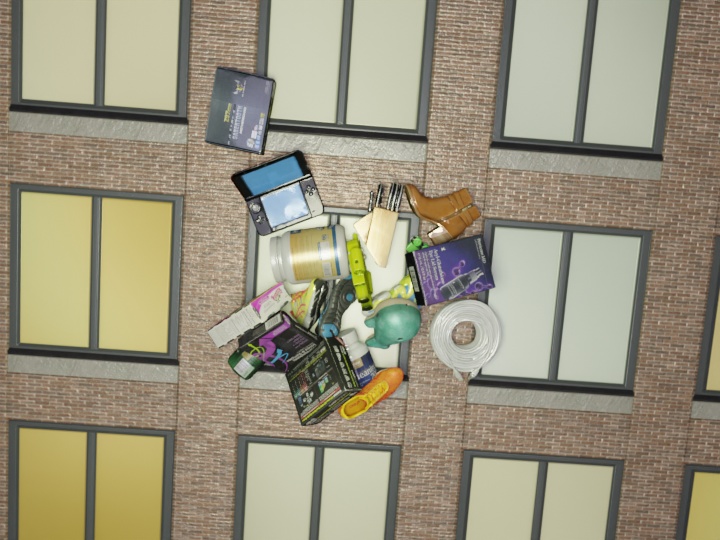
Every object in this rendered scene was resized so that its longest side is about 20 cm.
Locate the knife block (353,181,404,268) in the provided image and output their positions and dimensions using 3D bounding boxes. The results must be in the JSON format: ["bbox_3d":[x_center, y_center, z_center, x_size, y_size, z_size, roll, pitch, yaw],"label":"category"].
[{"bbox_3d":[0.075,-0.132,1.415,0.175,0.064,0.201,-32,95,3],"label":"knife block"}]

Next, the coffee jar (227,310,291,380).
[{"bbox_3d":[-0.267,0.199,1.423,0.085,0.104,0.200,44,93,-3],"label":"coffee jar"}]

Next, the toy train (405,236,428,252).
[{"bbox_3d":[0.207,-0.017,1.442,0.200,0.042,0.056,41,103,-4],"label":"toy train"}]

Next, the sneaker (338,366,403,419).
[{"bbox_3d":[0.034,0.325,1.345,0.199,0.077,0.073,-35,96,-10],"label":"sneaker"}]

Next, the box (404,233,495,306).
[{"bbox_3d":[0.234,0.000,1.366,0.198,0.104,0.150,-15,89,-8],"label":"box"}]

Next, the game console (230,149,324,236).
[{"bbox_3d":[-0.216,-0.200,1.378,0.198,0.119,0.174,-20,95,2],"label":"game console"}]

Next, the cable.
[{"bbox_3d":[0.293,0.179,1.446,0.200,0.069,0.200,-41,94,2],"label":"cable"}]

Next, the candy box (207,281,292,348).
[{"bbox_3d":[-0.291,0.117,1.357,0.199,0.136,0.061,-30,97,34],"label":"candy box"}]

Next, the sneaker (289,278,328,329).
[{"bbox_3d":[-0.150,0.083,1.389,0.090,0.078,0.201,34,137,10],"label":"sneaker"}]

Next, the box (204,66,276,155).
[{"bbox_3d":[-0.321,-0.425,1.389,0.156,0.051,0.202,12,95,-1],"label":"box"}]

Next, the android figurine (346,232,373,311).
[{"bbox_3d":[0.000,0.000,1.371,0.041,0.182,0.202,-11,64,6],"label":"android figurine"}]

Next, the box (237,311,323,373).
[{"bbox_3d":[-0.196,0.192,1.336,0.142,0.036,0.200,-32,139,16],"label":"box"}]

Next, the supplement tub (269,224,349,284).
[{"bbox_3d":[-0.133,-0.040,1.381,0.198,0.145,0.146,-7,96,0],"label":"supplement tub"}]

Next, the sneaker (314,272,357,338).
[{"bbox_3d":[-0.069,0.094,1.430,0.073,0.082,0.201,36,72,-20],"label":"sneaker"}]

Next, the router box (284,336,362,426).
[{"bbox_3d":[-0.099,0.286,1.335,0.200,0.062,0.151,-44,55,32],"label":"router box"}]

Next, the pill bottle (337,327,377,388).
[{"bbox_3d":[-0.016,0.267,1.428,0.110,0.111,0.202,-21,96,1],"label":"pill bottle"}]

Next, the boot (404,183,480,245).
[{"bbox_3d":[0.222,-0.181,1.405,0.155,0.077,0.201,-34,98,4],"label":"boot"}]

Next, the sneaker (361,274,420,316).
[{"bbox_3d":[0.105,0.094,1.432,0.199,0.076,0.106,-33,96,2],"label":"sneaker"}]

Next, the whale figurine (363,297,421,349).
[{"bbox_3d":[0.083,0.163,1.388,0.158,0.104,0.201,13,134,-22],"label":"whale figurine"}]
